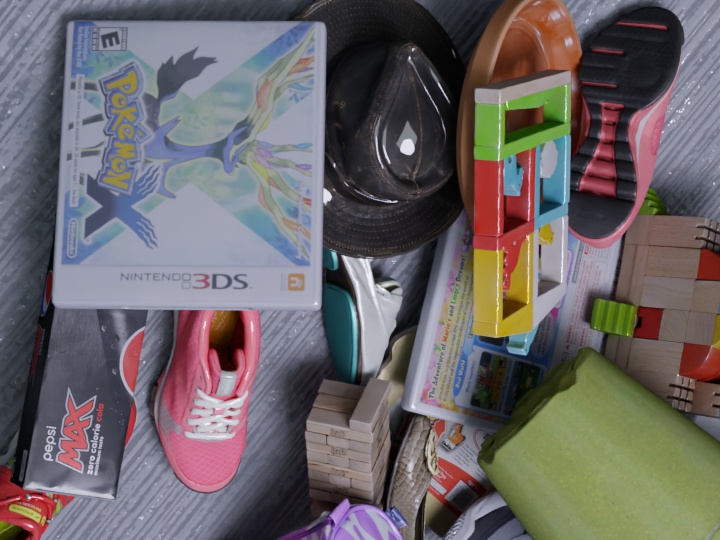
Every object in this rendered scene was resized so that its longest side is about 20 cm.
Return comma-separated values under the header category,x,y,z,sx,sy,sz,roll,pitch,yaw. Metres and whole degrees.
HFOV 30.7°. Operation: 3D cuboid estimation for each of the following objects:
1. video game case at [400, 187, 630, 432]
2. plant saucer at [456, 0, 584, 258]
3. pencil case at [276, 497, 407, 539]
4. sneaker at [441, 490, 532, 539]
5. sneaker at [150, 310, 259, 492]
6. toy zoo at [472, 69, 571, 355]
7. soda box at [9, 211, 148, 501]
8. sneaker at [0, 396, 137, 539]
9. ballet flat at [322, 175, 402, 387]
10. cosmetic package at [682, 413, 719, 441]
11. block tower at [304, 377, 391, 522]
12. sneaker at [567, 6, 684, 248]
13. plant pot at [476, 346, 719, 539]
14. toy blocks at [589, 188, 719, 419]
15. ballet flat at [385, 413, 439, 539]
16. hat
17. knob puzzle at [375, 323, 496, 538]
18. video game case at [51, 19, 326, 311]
category,x,y,z,sx,sy,sz,roll,pitch,yaw
video game case,0.135,0.034,1.057,0.181,0.024,0.201,16,83,-22
plant saucer,0.119,-0.105,0.976,0.200,0.032,0.202,-24,117,-58
pencil case,-0.054,0.238,1.011,0.200,0.084,0.086,-31,107,39
sneaker,0.164,0.236,1.090,0.199,0.114,0.076,-9,130,-35
sneaker,-0.114,0.082,0.980,0.073,0.087,0.202,0,108,-17
toy zoo,0.116,-0.036,0.934,0.131,0.020,0.202,-23,116,-57
soda box,-0.194,0.057,0.930,0.070,0.063,0.202,11,82,-21
sneaker,-0.238,0.165,0.976,0.200,0.085,0.077,-44,116,0
ballet flat,0.000,0.000,1.014,0.069,0.069,0.201,-16,108,-13
cosmetic package,0.300,0.088,1.117,0.090,0.107,0.201,14,104,-23
block tower,-0.008,0.175,1.037,0.057,0.054,0.201,10,126,13
sneaker,0.205,-0.111,1.045,0.073,0.087,0.201,16,82,19
plant pot,0.192,0.164,0.972,0.190,0.200,0.200,45,90,2
toy blocks,0.267,0.036,1.031,0.100,0.136,0.201,16,83,-40
ballet flat,0.044,0.213,1.052,0.046,0.067,0.202,11,101,17
hat,0.022,-0.110,0.942,0.199,0.081,0.202,1,88,-24
knob puzzle,0.092,0.111,1.097,0.218,0.030,0.221,-5,109,-16
video game case,-0.115,-0.073,0.895,0.181,0.022,0.202,0,79,2
